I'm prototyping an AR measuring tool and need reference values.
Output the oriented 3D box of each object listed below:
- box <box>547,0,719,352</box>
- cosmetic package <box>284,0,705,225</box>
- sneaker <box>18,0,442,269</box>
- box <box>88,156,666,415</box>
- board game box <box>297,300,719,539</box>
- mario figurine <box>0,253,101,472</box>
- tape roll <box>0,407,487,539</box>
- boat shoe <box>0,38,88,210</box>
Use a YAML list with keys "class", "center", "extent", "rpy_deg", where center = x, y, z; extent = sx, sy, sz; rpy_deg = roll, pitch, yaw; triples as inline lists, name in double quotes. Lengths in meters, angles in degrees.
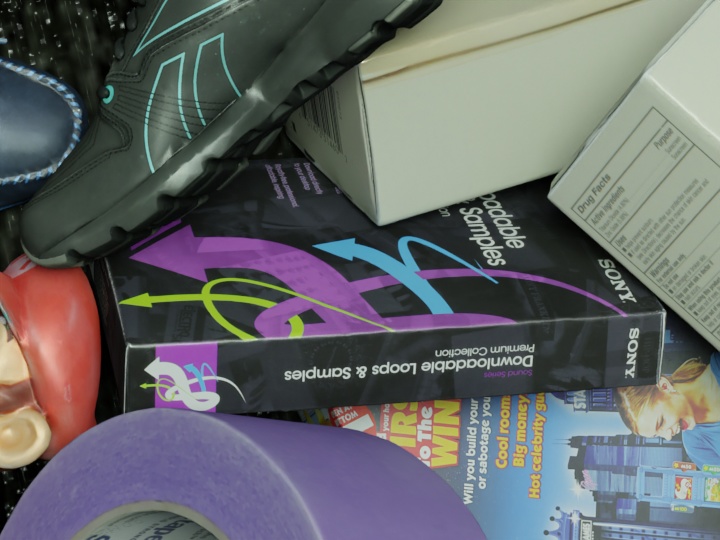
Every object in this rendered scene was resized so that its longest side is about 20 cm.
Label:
- class: "box"
  center: [0.174, -0.003, 0.842]
  extent: [0.200, 0.095, 0.078]
  rpy_deg: [43, 58, 3]
- class: "cosmetic package"
  center: [0.074, -0.092, 0.939]
  extent: [0.199, 0.104, 0.073]
  rpy_deg: [-18, 120, -17]
- class: "sneaker"
  center: [-0.050, -0.080, 0.836]
  extent: [0.200, 0.075, 0.079]
  rpy_deg: [-40, 88, 10]
- class: "box"
  center: [0.000, 0.000, 0.902]
  extent: [0.199, 0.143, 0.036]
  rpy_deg: [-2, 119, -14]
- class: "board game box"
  center: [0.065, 0.096, 0.927]
  extent: [0.199, 0.062, 0.201]
  rpy_deg: [7, 76, -10]
- class: "mario figurine"
  center: [-0.182, 0.057, 0.856]
  extent: [0.200, 0.106, 0.123]
  rpy_deg: [-41, 71, -11]
- class: "tape roll"
  center: [-0.044, 0.149, 0.814]
  extent: [0.085, 0.199, 0.201]
  rpy_deg: [11, 72, -46]
- class: "boat shoe"
  center: [-0.201, -0.058, 0.902]
  extent: [0.199, 0.069, 0.085]
  rpy_deg: [1, 77, -12]
